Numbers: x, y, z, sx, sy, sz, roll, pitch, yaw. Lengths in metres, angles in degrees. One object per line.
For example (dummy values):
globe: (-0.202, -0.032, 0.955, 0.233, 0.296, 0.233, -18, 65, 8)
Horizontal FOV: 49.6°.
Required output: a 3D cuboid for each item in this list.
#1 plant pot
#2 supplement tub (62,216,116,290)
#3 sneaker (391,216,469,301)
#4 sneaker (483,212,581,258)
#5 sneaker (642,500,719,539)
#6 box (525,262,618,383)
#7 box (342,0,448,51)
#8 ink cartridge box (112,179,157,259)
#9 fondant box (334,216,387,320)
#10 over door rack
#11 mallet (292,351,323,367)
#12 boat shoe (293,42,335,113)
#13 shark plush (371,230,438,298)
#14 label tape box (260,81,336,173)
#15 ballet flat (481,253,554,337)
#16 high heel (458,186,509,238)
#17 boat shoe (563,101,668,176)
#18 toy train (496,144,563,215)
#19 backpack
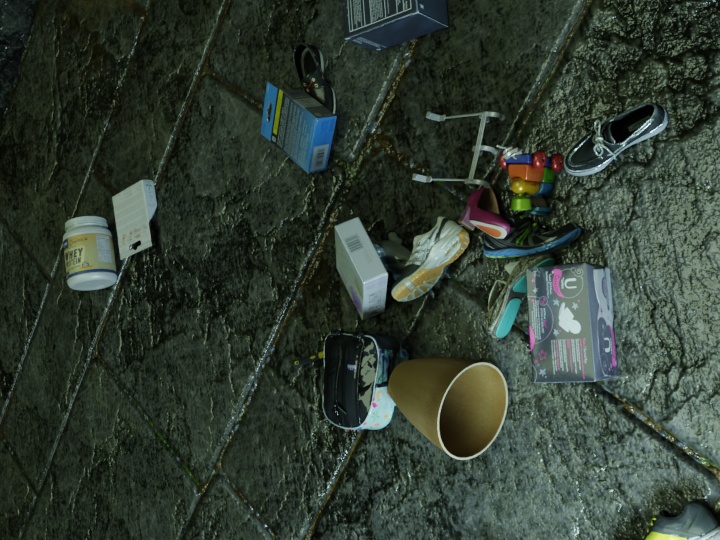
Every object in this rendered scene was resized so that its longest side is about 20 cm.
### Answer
plant pot: (0.151, 0.244, 1.520, 0.200, 0.186, 0.187, 16, 98, 50)
supplement tub: (-0.821, -0.052, 2.357, 0.144, 0.144, 0.201, -21, 74, 37)
sneaker: (0.130, -0.024, 1.594, 0.200, 0.076, 0.088, -44, 57, 1)
sneaker: (0.314, -0.069, 1.459, 0.199, 0.071, 0.083, -5, 90, 42)
sneaker: (0.498, 0.445, 1.281, 0.200, 0.074, 0.085, -35, 60, 23)
box: (0.373, 0.092, 1.360, 0.114, 0.132, 0.201, -6, 84, 36)
box: (0.071, -0.599, 1.661, 0.198, 0.123, 0.201, -6, 85, 40)
ink cartridge box: (-0.659, -0.148, 2.295, 0.161, 0.050, 0.201, -19, 79, 37)
fondant box: (0.000, 0.000, 1.647, 0.058, 0.200, 0.145, -23, 67, -10)
over door rack: (0.203, -0.245, 1.571, 0.200, 0.066, 0.148, 14, 93, 53)
mallet: (-0.086, 0.204, 1.801, 0.200, 0.041, 0.066, -32, 64, 38)
boat shoe: (-0.113, -0.445, 1.847, 0.074, 0.063, 0.202, -24, 74, 34)
shark plush: (0.091, -0.008, 1.671, 0.200, 0.091, 0.084, 29, 127, 16)
label tape box: (-0.149, -0.344, 1.839, 0.200, 0.063, 0.145, 43, 135, 33)
ballet flat: (0.288, 0.034, 1.482, 0.075, 0.068, 0.200, 50, 121, 41)
high heel: (0.245, -0.119, 1.466, 0.096, 0.067, 0.200, -58, 19, 0)
boat shoe: (0.438, -0.231, 1.367, 0.199, 0.068, 0.074, -24, 72, 36)
toy train: (0.289, -0.160, 1.406, 0.084, 0.200, 0.116, 6, 96, 40)
backpack: (0.005, 0.235, 1.644, 0.177, 0.150, 0.201, -1, 78, 46)
